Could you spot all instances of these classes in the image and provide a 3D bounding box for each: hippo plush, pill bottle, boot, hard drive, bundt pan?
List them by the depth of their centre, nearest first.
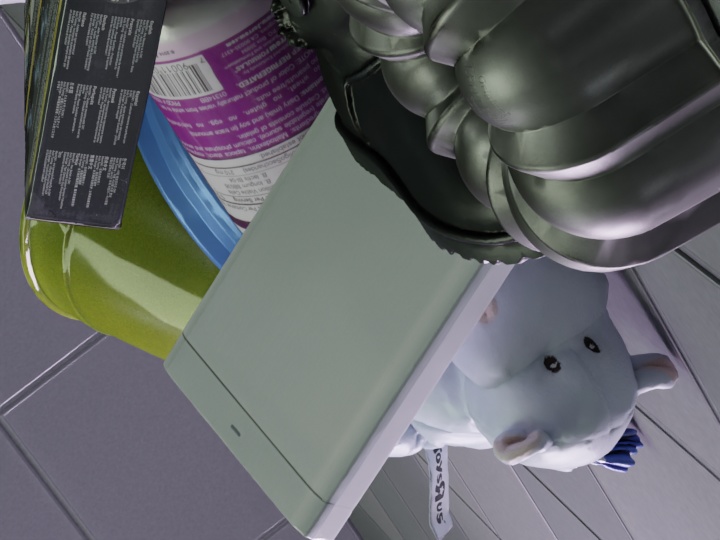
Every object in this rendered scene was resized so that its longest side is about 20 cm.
[{"bbox_3d":[0.052,-0.081,1.023,0.202,0.076,0.202,53,174,8],"label":"bundt pan"},{"bbox_3d":[0.013,-0.101,1.169,0.169,0.076,0.200,59,168,-29],"label":"boot"},{"bbox_3d":[0.000,0.000,1.311,0.027,0.201,0.132,18,-158,-45],"label":"hard drive"},{"bbox_3d":[0.044,0.048,1.369,0.161,0.159,0.201,17,128,63],"label":"hippo plush"},{"bbox_3d":[-0.034,-0.081,1.458,0.200,0.112,0.112,57,172,-31],"label":"pill bottle"}]

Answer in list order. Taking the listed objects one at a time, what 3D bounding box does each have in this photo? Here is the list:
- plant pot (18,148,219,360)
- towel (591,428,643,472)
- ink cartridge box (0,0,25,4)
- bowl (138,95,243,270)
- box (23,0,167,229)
[{"bbox_3d":[-0.081,-0.013,1.909,0.193,0.200,0.201,34,164,34],"label":"plant pot"},{"bbox_3d":[0.037,0.057,1.565,0.199,0.024,0.145,17,-175,-28],"label":"towel"},{"bbox_3d":[-0.162,-0.258,1.418,0.200,0.176,0.084,52,-156,13],"label":"ink cartridge box"},{"bbox_3d":[-0.051,-0.058,1.601,0.200,0.039,0.201,42,-153,-27],"label":"bowl"},{"bbox_3d":[-0.111,-0.145,1.274,0.162,0.049,0.201,-96,17,-51],"label":"box"}]
